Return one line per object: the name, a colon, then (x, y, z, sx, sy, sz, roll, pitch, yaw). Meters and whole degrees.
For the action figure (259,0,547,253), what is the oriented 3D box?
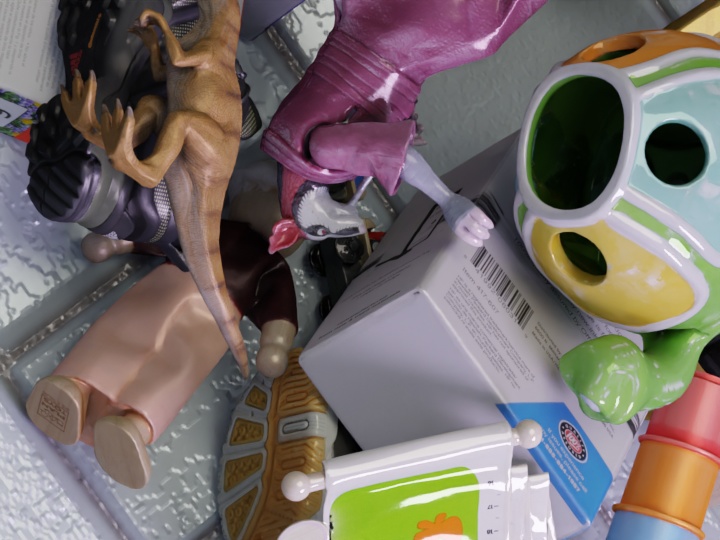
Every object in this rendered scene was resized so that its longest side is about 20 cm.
action figure: (0.004, -0.097, 1.412, 0.149, 0.134, 0.200, 36, 85, -28)

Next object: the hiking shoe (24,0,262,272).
hiking shoe: (-0.093, -0.102, 1.421, 0.101, 0.076, 0.200, 28, 69, -34)

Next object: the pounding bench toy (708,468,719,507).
pounding bench toy: (0.278, 0.146, 1.592, 0.200, 0.124, 0.156, -14, 81, -36)

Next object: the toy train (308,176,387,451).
toy train: (0.000, 0.000, 1.520, 0.046, 0.034, 0.200, -3, 75, -38)

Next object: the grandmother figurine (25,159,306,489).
grandmother figurine: (-0.082, 0.013, 1.444, 0.121, 0.061, 0.200, 38, 54, 5)

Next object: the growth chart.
growth chart: (0.040, 0.162, 1.380, 0.145, 0.018, 0.200, -20, 115, -13)

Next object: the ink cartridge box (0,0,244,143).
ink cartridge box: (-0.159, -0.121, 1.451, 0.200, 0.050, 0.109, 22, 62, -28)

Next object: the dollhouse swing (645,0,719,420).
dollhouse swing: (0.194, -0.030, 1.660, 0.200, 0.176, 0.182, 56, 11, -3)

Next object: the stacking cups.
stacking cups: (0.151, 0.150, 1.509, 0.060, 0.060, 0.200, 26, 79, -23)

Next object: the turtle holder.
turtle holder: (0.131, -0.029, 1.431, 0.132, 0.141, 0.186, 19, 103, -50)

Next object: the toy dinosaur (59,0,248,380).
toy dinosaur: (-0.078, -0.053, 1.344, 0.106, 0.060, 0.200, 5, 83, -37)

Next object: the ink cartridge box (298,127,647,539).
ink cartridge box: (0.070, 0.039, 1.476, 0.146, 0.084, 0.200, 54, 30, -10)

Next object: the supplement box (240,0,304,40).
supplement box: (-0.027, -0.235, 1.549, 0.103, 0.101, 0.200, 40, 56, -15)

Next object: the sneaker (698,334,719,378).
sneaker: (0.177, -0.020, 1.561, 0.079, 0.075, 0.200, -41, 92, -21)

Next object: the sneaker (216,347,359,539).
sneaker: (-0.015, 0.139, 1.442, 0.088, 0.076, 0.200, 6, 78, -39)
